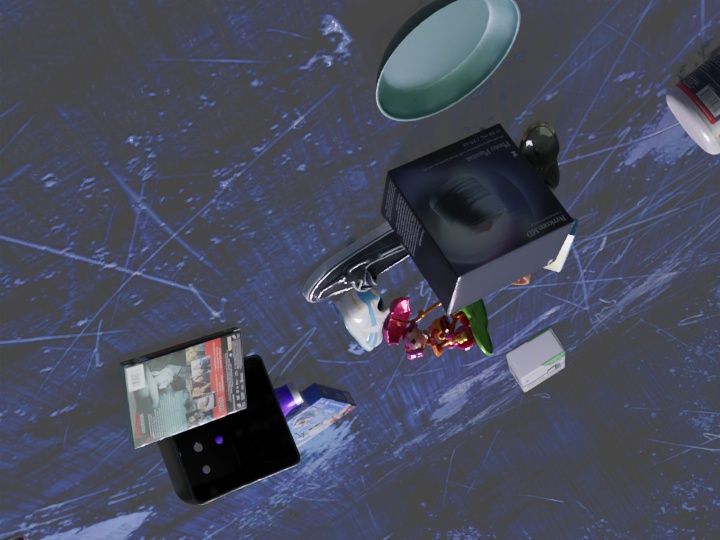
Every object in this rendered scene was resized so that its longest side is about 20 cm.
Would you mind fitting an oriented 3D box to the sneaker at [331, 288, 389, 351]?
[{"bbox_3d":[0.016,0.085,1.632,0.081,0.077,0.200,-35,159,1],"label":"sneaker"}]

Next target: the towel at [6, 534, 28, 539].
[{"bbox_3d":[-0.725,0.583,1.754,0.190,0.032,0.200,-20,154,-25],"label":"towel"}]

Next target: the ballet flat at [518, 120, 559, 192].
[{"bbox_3d":[0.289,-0.186,1.485,0.066,0.057,0.200,-6,154,11],"label":"ballet flat"}]

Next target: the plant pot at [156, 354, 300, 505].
[{"bbox_3d":[-0.253,0.286,1.564,0.199,0.200,0.177,-16,167,-34],"label":"plant pot"}]

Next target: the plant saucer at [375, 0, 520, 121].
[{"bbox_3d":[0.096,-0.260,1.083,0.199,0.036,0.200,-28,157,-13],"label":"plant saucer"}]

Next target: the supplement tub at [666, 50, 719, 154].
[{"bbox_3d":[0.635,-0.306,1.542,0.200,0.141,0.140,-38,157,14],"label":"supplement tub"}]

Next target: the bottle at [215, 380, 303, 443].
[{"bbox_3d":[-0.207,0.281,1.757,0.199,0.065,0.084,-30,158,-6],"label":"bottle"}]

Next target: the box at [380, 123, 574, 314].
[{"bbox_3d":[0.167,-0.078,1.333,0.199,0.199,0.123,-25,157,-17],"label":"box"}]

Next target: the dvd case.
[{"bbox_3d":[-0.272,0.181,1.429,0.199,0.022,0.147,-18,118,-34],"label":"dvd case"}]

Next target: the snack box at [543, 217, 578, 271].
[{"bbox_3d":[0.244,-0.065,1.493,0.116,0.199,0.037,92,16,-61],"label":"snack box"}]

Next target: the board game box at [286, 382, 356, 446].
[{"bbox_3d":[-0.129,0.322,1.969,0.199,0.043,0.200,-35,157,10],"label":"board game box"}]

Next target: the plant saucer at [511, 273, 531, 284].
[{"bbox_3d":[0.190,-0.020,1.540,0.200,0.200,0.032,31,74,-65],"label":"plant saucer"}]

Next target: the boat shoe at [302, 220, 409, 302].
[{"bbox_3d":[0.000,0.000,1.446,0.200,0.068,0.072,-34,157,5],"label":"boat shoe"}]

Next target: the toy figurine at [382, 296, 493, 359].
[{"bbox_3d":[0.131,0.100,1.700,0.184,0.201,0.150,-26,151,20],"label":"toy figurine"}]

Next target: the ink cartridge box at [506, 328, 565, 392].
[{"bbox_3d":[0.497,0.255,2.578,0.146,0.084,0.200,-32,158,1],"label":"ink cartridge box"}]
